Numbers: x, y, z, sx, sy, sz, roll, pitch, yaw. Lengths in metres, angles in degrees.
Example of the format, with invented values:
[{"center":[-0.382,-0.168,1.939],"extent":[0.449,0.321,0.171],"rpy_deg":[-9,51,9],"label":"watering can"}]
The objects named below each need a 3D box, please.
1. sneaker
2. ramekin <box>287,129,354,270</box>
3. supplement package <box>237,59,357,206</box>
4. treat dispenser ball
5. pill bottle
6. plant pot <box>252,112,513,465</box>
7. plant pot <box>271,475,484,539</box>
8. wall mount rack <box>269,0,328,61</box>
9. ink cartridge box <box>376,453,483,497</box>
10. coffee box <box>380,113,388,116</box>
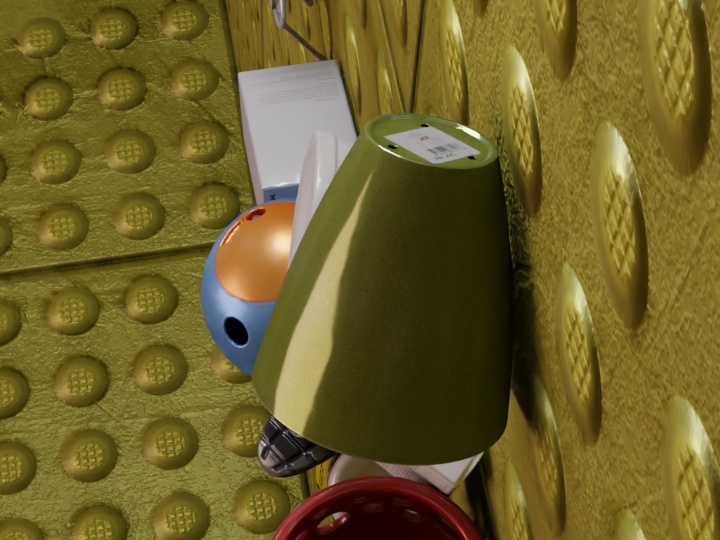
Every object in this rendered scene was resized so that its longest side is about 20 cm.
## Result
[{"center":[-0.015,0.134,1.831],"extent":[0.075,0.200,0.079],"rpy_deg":[45,170,19],"label":"sneaker"},{"center":[-0.011,-0.023,1.736],"extent":[0.202,0.094,0.204],"rpy_deg":[-172,90,-83],"label":"ramekin"},{"center":[-0.066,-0.126,2.132],"extent":[0.120,0.121,0.201],"rpy_deg":[88,172,-46],"label":"supplement package"},{"center":[-0.070,0.023,1.990],"extent":[0.201,0.200,0.202],"rpy_deg":[172,90,-84],"label":"treat dispenser ball"},{"center":[0.014,0.208,1.879],"extent":[0.200,0.112,0.113],"rpy_deg":[-166,69,-83],"label":"pill bottle"},{"center":[0.032,0.000,1.301],"extent":[0.187,0.186,0.201],"rpy_deg":[-110,28,-61],"label":"plant pot"},{"center":[0.017,0.291,1.605],"extent":[0.183,0.199,0.201],"rpy_deg":[81,179,-71],"label":"plant pot"},{"center":[-0.079,-0.344,2.229],"extent":[0.174,0.074,0.201],"rpy_deg":[94,167,-48],"label":"wall mount rack"},{"center":[0.008,0.118,1.592],"extent":[0.200,0.050,0.161],"rpy_deg":[39,167,5],"label":"ink cartridge box"},{"center":[0.031,-0.021,1.549],"extent":[0.123,0.044,0.201],"rpy_deg":[-121,39,-76],"label":"coffee box"}]
